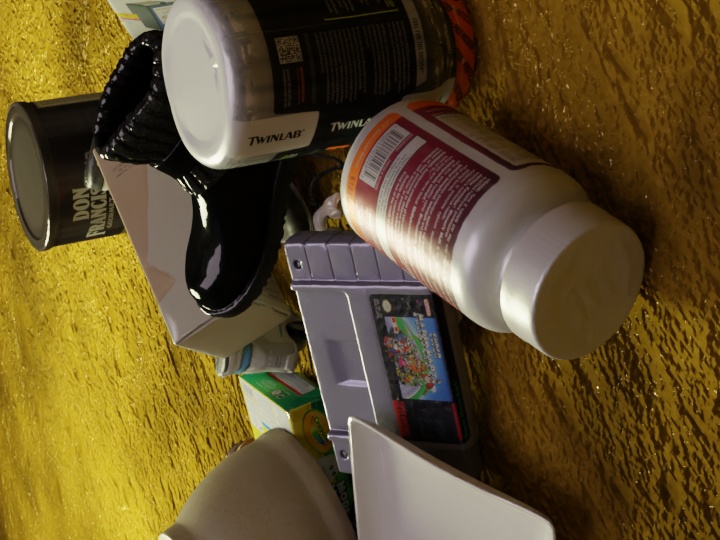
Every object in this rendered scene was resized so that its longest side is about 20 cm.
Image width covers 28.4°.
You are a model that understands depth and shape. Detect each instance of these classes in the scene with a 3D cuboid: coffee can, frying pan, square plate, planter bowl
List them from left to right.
[{"bbox_3d":[-0.242,-0.110,1.438,0.146,0.198,0.148,36,132,53],"label":"coffee can"},{"bbox_3d":[-0.106,-0.071,1.326,0.116,0.031,0.189,57,157,-20],"label":"frying pan"},{"bbox_3d":[-0.095,0.259,1.250,0.200,0.134,0.202,48,151,39],"label":"planter bowl"},{"bbox_3d":[0.074,0.221,1.070,0.199,0.028,0.200,24,130,39],"label":"square plate"}]

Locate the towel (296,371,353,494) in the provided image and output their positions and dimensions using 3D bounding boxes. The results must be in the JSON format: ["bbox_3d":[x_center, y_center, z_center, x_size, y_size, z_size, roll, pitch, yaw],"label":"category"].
[{"bbox_3d":[-0.018,0.164,1.304,0.200,0.018,0.087,30,126,57],"label":"towel"}]

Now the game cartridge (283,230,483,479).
[{"bbox_3d":[0.019,0.067,1.080,0.128,0.038,0.202,3,115,37],"label":"game cartridge"}]

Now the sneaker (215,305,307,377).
[{"bbox_3d":[-0.093,0.049,1.353,0.201,0.086,0.076,-102,24,-64],"label":"sneaker"}]

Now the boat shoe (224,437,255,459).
[{"bbox_3d":[-0.099,0.274,1.456,0.070,0.070,0.202,-36,60,54],"label":"boat shoe"}]

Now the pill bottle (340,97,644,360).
[{"bbox_3d":[0.081,-0.028,0.915,0.200,0.109,0.111,38,133,46],"label":"pill bottle"}]

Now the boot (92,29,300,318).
[{"bbox_3d":[-0.132,-0.069,1.080,0.079,0.157,0.214,27,105,44],"label":"boot"}]

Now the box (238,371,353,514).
[{"bbox_3d":[-0.050,0.195,1.321,0.117,0.048,0.202,27,132,59],"label":"box"}]

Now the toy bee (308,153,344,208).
[{"bbox_3d":[-0.089,-0.147,1.192,0.198,0.132,0.109,14,157,22],"label":"toy bee"}]

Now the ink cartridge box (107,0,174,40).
[{"bbox_3d":[-0.176,-0.291,1.251,0.200,0.086,0.147,78,-174,-81],"label":"ink cartridge box"}]

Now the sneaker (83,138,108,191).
[{"bbox_3d":[-0.182,-0.144,1.346,0.076,0.114,0.202,123,167,-55],"label":"sneaker"}]

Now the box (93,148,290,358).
[{"bbox_3d":[-0.146,-0.033,1.234,0.077,0.095,0.202,-32,67,15],"label":"box"}]

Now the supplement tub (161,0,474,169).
[{"bbox_3d":[-0.027,-0.145,0.986,0.122,0.198,0.124,32,128,53],"label":"supplement tub"}]

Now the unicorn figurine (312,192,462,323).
[{"bbox_3d":[0.000,0.000,1.138,0.201,0.073,0.138,62,145,35],"label":"unicorn figurine"}]

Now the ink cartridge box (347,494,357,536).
[{"bbox_3d":[0.028,0.231,1.200,0.095,0.037,0.202,45,140,33],"label":"ink cartridge box"}]
